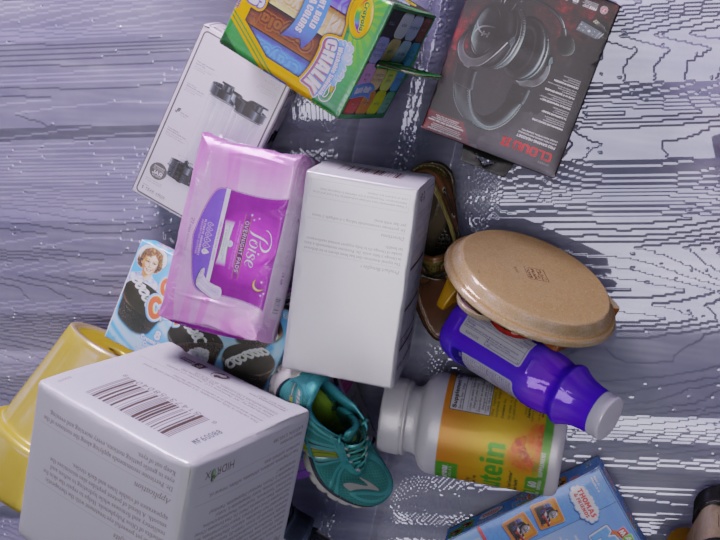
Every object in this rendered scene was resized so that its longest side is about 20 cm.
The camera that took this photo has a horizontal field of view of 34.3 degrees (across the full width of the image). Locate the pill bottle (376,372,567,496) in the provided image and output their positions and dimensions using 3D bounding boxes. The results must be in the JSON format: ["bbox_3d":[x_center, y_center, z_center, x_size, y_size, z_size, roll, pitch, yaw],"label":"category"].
[{"bbox_3d":[0.121,0.172,1.267,0.197,0.111,0.113,9,105,9],"label":"pill bottle"}]

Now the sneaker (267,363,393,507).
[{"bbox_3d":[-0.023,0.178,1.217,0.079,0.078,0.201,1,134,48],"label":"sneaker"}]

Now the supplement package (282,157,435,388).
[{"bbox_3d":[0.000,0.000,1.177,0.115,0.117,0.203,10,103,9],"label":"supplement package"}]

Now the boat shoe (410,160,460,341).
[{"bbox_3d":[0.077,-0.013,1.253,0.071,0.068,0.203,-9,102,13],"label":"boat shoe"}]

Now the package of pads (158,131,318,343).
[{"bbox_3d":[-0.123,-0.033,1.198,0.119,0.076,0.203,13,88,12],"label":"package of pads"}]

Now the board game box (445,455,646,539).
[{"bbox_3d":[0.218,0.321,1.323,0.198,0.037,0.152,-29,97,17],"label":"board game box"}]

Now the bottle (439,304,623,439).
[{"bbox_3d":[0.174,0.103,1.198,0.199,0.083,0.066,31,86,34],"label":"bottle"}]

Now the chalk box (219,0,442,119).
[{"bbox_3d":[-0.014,-0.230,1.167,0.199,0.125,0.125,35,109,17],"label":"chalk box"}]

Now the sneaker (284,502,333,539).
[{"bbox_3d":[-0.074,0.250,1.270,0.145,0.077,0.204,29,109,2],"label":"sneaker"}]

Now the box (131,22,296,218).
[{"bbox_3d":[-0.153,-0.152,1.269,0.116,0.060,0.202,28,108,4],"label":"box"}]

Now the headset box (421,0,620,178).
[{"bbox_3d":[0.158,-0.198,1.188,0.147,0.077,0.202,22,105,5],"label":"headset box"}]

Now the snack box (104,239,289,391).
[{"bbox_3d":[-0.168,0.059,1.263,0.198,0.037,0.117,24,96,14],"label":"snack box"}]

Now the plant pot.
[{"bbox_3d":[-0.310,0.172,1.323,0.199,0.201,0.191,27,91,4],"label":"plant pot"}]

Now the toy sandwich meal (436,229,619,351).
[{"bbox_3d":[0.168,0.031,1.183,0.203,0.206,0.071,24,120,5],"label":"toy sandwich meal"}]

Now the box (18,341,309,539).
[{"bbox_3d":[-0.191,0.199,1.147,0.197,0.199,0.174,22,108,27],"label":"box"}]

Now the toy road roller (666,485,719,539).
[{"bbox_3d":[0.415,0.341,1.250,0.198,0.123,0.147,23,122,5],"label":"toy road roller"}]

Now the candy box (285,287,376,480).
[{"bbox_3d":[-0.095,0.133,1.322,0.166,0.072,0.202,-18,100,15],"label":"candy box"}]
